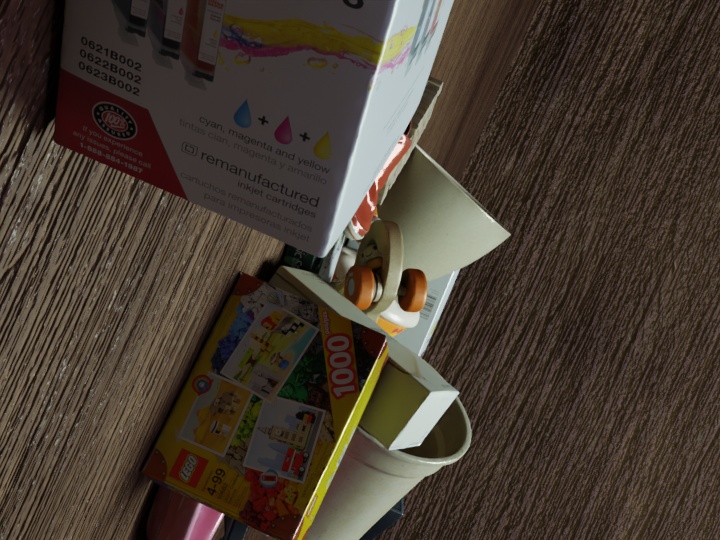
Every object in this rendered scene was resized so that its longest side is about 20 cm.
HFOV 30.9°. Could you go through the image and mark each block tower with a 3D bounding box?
[{"bbox_3d":[0.038,-0.160,1.559,0.058,0.054,0.200,108,9,-50],"label":"block tower"}]

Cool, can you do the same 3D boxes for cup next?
[{"bbox_3d":[0.073,-0.065,1.680,0.143,0.200,0.200,-46,176,7],"label":"cup"}]

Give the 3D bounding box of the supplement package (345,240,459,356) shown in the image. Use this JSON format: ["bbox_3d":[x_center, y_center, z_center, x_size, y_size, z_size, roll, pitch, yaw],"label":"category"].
[{"bbox_3d":[0.047,0.017,1.833,0.111,0.155,0.200,-35,148,-79],"label":"supplement package"}]

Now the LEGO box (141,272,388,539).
[{"bbox_3d":[-0.082,0.126,1.172,0.077,0.149,0.200,84,30,-72],"label":"LEGO box"}]

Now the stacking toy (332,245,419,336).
[{"bbox_3d":[-0.033,0.081,1.668,0.200,0.146,0.146,-51,178,16],"label":"stacking toy"}]

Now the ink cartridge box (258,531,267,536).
[{"bbox_3d":[-0.092,0.224,1.631,0.145,0.087,0.200,-60,180,-37],"label":"ink cartridge box"}]

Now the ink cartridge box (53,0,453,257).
[{"bbox_3d":[-0.034,-0.142,0.577,0.145,0.145,0.200,-59,170,-47],"label":"ink cartridge box"}]

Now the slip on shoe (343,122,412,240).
[{"bbox_3d":[0.019,-0.128,1.322,0.074,0.061,0.201,33,71,-66],"label":"slip on shoe"}]

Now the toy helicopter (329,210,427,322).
[{"bbox_3d":[0.000,0.000,1.439,0.200,0.079,0.133,138,-49,-62],"label":"toy helicopter"}]

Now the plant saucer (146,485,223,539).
[{"bbox_3d":[-0.158,0.208,1.300,0.201,0.051,0.201,23,90,-84],"label":"plant saucer"}]

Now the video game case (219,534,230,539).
[{"bbox_3d":[-0.203,0.354,1.389,0.143,0.018,0.200,-45,177,11],"label":"video game case"}]

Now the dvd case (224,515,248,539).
[{"bbox_3d":[-0.114,0.179,1.450,0.150,0.025,0.200,-102,-150,-62],"label":"dvd case"}]

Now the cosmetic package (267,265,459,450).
[{"bbox_3d":[-0.010,0.085,1.286,0.073,0.200,0.104,-54,162,8],"label":"cosmetic package"}]

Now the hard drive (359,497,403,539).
[{"bbox_3d":[-0.009,0.266,1.584,0.200,0.042,0.135,-44,-142,52],"label":"hard drive"}]

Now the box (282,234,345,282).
[{"bbox_3d":[-0.047,-0.030,1.415,0.144,0.036,0.200,-59,169,-51],"label":"box"}]

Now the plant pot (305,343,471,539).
[{"bbox_3d":[-0.012,0.195,1.421,0.184,0.200,0.200,-55,179,27],"label":"plant pot"}]
